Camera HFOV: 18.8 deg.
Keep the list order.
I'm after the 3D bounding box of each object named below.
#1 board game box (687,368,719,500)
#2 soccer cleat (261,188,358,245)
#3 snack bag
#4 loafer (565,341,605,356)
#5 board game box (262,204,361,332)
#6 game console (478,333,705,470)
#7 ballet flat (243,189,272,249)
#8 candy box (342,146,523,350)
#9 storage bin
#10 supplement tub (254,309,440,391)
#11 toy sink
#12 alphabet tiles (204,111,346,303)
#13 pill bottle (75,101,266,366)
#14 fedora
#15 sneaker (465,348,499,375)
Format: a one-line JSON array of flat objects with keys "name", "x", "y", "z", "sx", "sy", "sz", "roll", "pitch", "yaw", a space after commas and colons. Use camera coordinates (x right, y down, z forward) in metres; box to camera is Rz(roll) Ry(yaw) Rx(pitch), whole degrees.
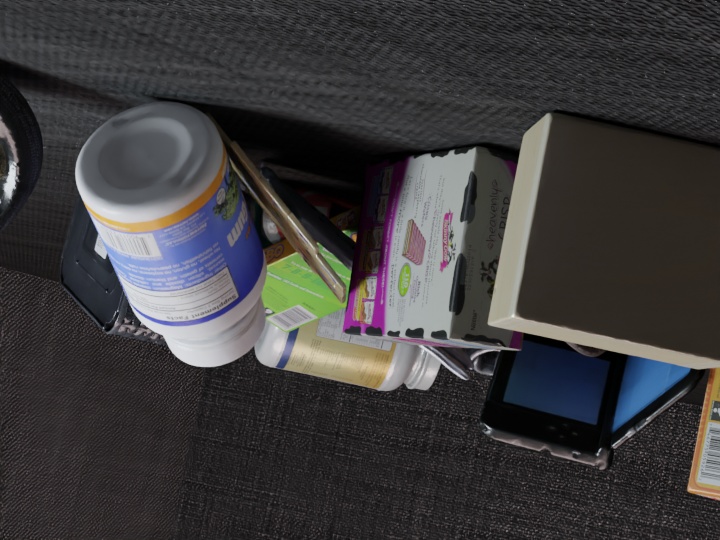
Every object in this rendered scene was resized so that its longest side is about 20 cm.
[{"name": "board game box", "x": 0.421, "y": 0.114, "z": 1.804, "sx": 0.199, "sy": 0.201, "sz": 0.199, "roll": 8, "pitch": 173, "yaw": 39}, {"name": "soccer cleat", "x": -0.008, "y": -0.029, "z": 1.976, "sx": 0.073, "sy": 0.069, "sz": 0.200, "roll": 2, "pitch": 168, "yaw": 35}, {"name": "snack bag", "x": 0.000, "y": 0.000, "z": 1.766, "sx": 0.200, "sy": 0.021, "sz": 0.189, "roll": 41, "pitch": -175, "yaw": -19}, {"name": "loafer", "x": 0.138, "y": -0.009, "z": 1.698, "sx": 0.200, "sy": 0.073, "sz": 0.071, "roll": 47, "pitch": 167, "yaw": -33}, {"name": "board game box", "x": -0.020, "y": -0.006, "z": 1.913, "sx": 0.199, "sy": 0.030, "sz": 0.095, "roll": -21, "pitch": 140, "yaw": 33}, {"name": "game console", "x": 0.209, "y": 0.071, "z": 1.896, "sx": 0.175, "sy": 0.117, "sz": 0.200, "roll": 14, "pitch": -151, "yaw": 6}, {"name": "ballet flat", "x": -0.072, "y": -0.039, "z": 2.016, "sx": 0.062, "sy": 0.068, "sz": 0.200, "roll": 20, "pitch": 180, "yaw": 37}, {"name": "candy box", "x": 0.058, "y": -0.014, "z": 1.581, "sx": 0.061, "sy": 0.137, "sz": 0.200, "roll": 10, "pitch": 176, "yaw": -21}, {"name": "storage bin", "x": -0.174, "y": -0.023, "z": 1.810, "sx": 0.093, "sy": 0.136, "sz": 0.200, "roll": 14, "pitch": -172, "yaw": -23}, {"name": "supplement tub", "x": -0.009, "y": 0.055, "z": 2.439, "sx": 0.199, "sy": 0.145, "sz": 0.144, "roll": 12, "pitch": 175, "yaw": -11}, {"name": "toy sink", "x": 0.193, "y": -0.010, "z": 1.367, "sx": 0.199, "sy": 0.131, "sz": 0.112, "roll": 11, "pitch": 175, "yaw": -4}, {"name": "alphabet tiles", "x": -0.064, "y": -0.045, "z": 1.660, "sx": 0.167, "sy": 0.006, "sz": 0.200, "roll": 51, "pitch": 176, "yaw": 3}, {"name": "pill bottle", "x": -0.133, "y": -0.020, "z": 1.627, "sx": 0.111, "sy": 0.112, "sz": 0.200, "roll": 9, "pitch": 144, "yaw": 23}, {"name": "fedora", "x": -0.338, "y": -0.101, "z": 1.609, "sx": 0.200, "sy": 0.201, "sz": 0.092, "roll": 15, "pitch": -154, "yaw": -35}, {"name": "sneaker", "x": 0.132, "y": 0.051, "z": 2.239, "sx": 0.075, "sy": 0.115, "sz": 0.200, "roll": 13, "pitch": 175, "yaw": -16}]
